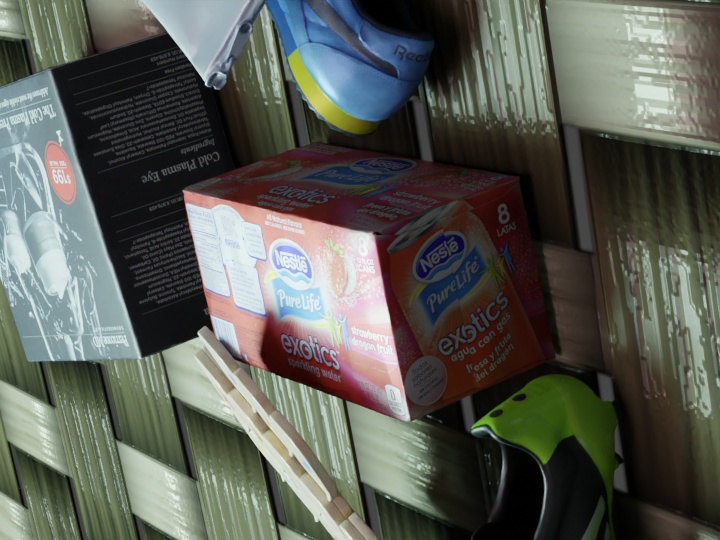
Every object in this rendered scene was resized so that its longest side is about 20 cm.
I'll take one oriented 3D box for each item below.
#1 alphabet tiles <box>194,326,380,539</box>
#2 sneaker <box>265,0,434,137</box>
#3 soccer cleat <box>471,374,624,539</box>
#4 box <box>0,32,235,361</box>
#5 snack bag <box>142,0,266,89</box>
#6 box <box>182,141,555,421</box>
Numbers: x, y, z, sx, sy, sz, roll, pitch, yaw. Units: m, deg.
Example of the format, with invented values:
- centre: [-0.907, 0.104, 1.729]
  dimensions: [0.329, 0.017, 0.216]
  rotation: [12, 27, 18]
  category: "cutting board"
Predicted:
- centre: [-0.023, 0.119, 1.071]
  dimensions: [0.200, 0.015, 0.196]
  rotation: [44, 169, 45]
  category: "alphabet tiles"
- centre: [-0.023, -0.166, 1.028]
  dimensions: [0.079, 0.066, 0.201]
  rotation: [-49, 61, 36]
  category: "sneaker"
- centre: [0.098, 0.150, 0.986]
  dimensions: [0.067, 0.081, 0.202]
  rotation: [11, 117, 57]
  category: "soccer cleat"
- centre: [-0.163, -0.043, 1.289]
  dimensions: [0.200, 0.104, 0.184]
  rotation: [-6, 104, 61]
  category: "box"
- centre: [-0.071, -0.222, 1.019]
  dimensions: [0.200, 0.021, 0.189]
  rotation: [50, 116, 35]
  category: "snack bag"
- centre: [0.000, 0.000, 1.045]
  dimensions: [0.199, 0.095, 0.101]
  rotation: [14, 121, 57]
  category: "box"
